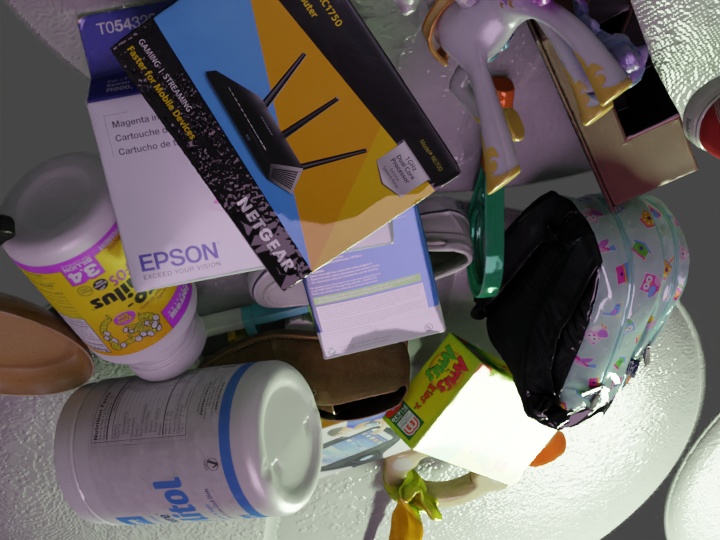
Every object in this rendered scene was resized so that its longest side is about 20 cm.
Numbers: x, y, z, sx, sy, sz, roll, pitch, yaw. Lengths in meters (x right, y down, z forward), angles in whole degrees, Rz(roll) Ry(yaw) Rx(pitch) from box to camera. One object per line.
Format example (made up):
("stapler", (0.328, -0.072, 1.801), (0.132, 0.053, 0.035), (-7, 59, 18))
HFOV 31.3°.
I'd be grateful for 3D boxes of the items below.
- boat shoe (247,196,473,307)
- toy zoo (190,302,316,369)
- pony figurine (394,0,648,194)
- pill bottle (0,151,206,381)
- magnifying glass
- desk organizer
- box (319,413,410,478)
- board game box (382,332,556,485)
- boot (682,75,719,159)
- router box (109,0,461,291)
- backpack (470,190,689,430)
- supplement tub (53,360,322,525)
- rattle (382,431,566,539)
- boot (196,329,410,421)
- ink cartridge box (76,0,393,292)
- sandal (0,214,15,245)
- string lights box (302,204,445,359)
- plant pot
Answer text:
("boat shoe", (0.000, 0.000, 1.092), (0.200, 0.066, 0.072), (-15, 139, 5))
("toy zoo", (-0.087, 0.079, 1.195), (0.200, 0.020, 0.131), (-14, 138, 3))
("pony figurine", (0.094, -0.181, 0.831), (0.193, 0.200, 0.166), (-38, 174, 35))
("pill bottle", (-0.197, 0.005, 1.028), (0.104, 0.104, 0.200), (-19, 138, 9))
("magnifying glass", (0.105, -0.064, 1.049), (0.022, 0.080, 0.200), (-1, 127, -7))
("desk organizer", (0.189, -0.142, 0.974), (0.077, 0.072, 0.200), (-24, 137, 11))
("box", (-0.036, 0.165, 1.273), (0.200, 0.042, 0.119), (-21, 149, 8))
("board game box", (0.116, 0.136, 1.217), (0.102, 0.048, 0.200), (-52, 143, 7))
("boot", (0.360, -0.125, 0.943), (0.200, 0.144, 0.072), (-35, 135, -9))
("router box", (-0.048, -0.110, 0.865), (0.149, 0.051, 0.200), (-34, 104, 6))
("backpack", (0.191, 0.018, 1.105), (0.126, 0.167, 0.200), (-9, 138, -26))
("supplement tub", (-0.146, 0.150, 1.103), (0.200, 0.132, 0.132), (-9, 142, 25))
("rattle", (0.125, 0.231, 1.327), (0.200, 0.143, 0.130), (-1, 119, -2))
("boot", (-0.053, 0.099, 1.153), (0.200, 0.076, 0.074), (-9, 143, 3))
("ink cartridge box", (-0.088, -0.098, 0.915), (0.196, 0.043, 0.200), (-11, 110, 1))
("sandal", (-0.313, -0.009, 0.960), (0.075, 0.045, 0.200), (-3, 177, -33))
("string lights box", (-0.005, -0.038, 1.003), (0.103, 0.059, 0.200), (-13, 116, 2))
("plant pot", (-0.322, 0.057, 1.077), (0.200, 0.028, 0.200), (4, 154, 2))
